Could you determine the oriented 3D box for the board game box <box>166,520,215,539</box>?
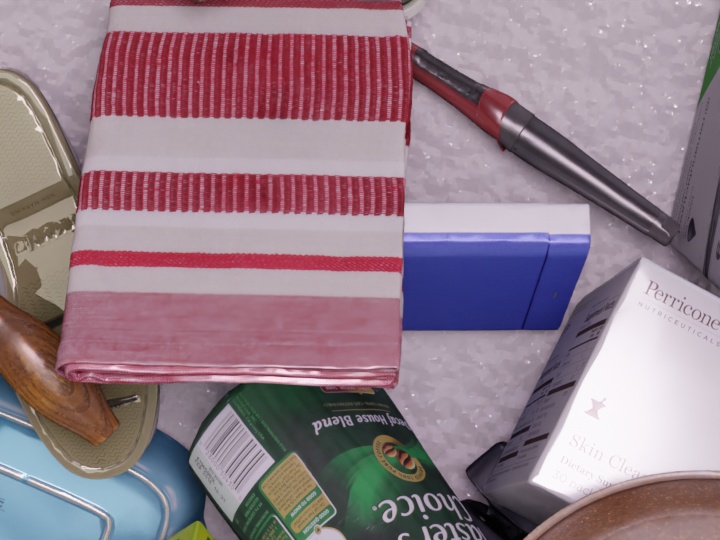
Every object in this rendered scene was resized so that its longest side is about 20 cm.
[{"bbox_3d":[-0.148,0.207,1.014,0.200,0.102,0.048,-34,104,13],"label":"board game box"}]

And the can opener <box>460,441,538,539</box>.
[{"bbox_3d":[0.117,0.175,1.069,0.200,0.063,0.079,43,109,-8],"label":"can opener"}]

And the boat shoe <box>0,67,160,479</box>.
[{"bbox_3d":[-0.143,-0.001,1.031,0.075,0.068,0.201,-16,97,0],"label":"boat shoe"}]

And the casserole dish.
[{"bbox_3d":[-0.171,0.116,1.066,0.199,0.039,0.121,24,97,-4],"label":"casserole dish"}]

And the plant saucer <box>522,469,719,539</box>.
[{"bbox_3d":[0.138,0.174,0.883,0.200,0.037,0.201,1,102,5],"label":"plant saucer"}]

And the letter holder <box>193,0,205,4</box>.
[{"bbox_3d":[0.000,-0.223,0.923,0.200,0.142,0.101,-25,75,-18],"label":"letter holder"}]

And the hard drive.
[{"bbox_3d":[0.000,0.000,1.008,0.199,0.132,0.025,0,72,-2],"label":"hard drive"}]

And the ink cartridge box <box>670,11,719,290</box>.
[{"bbox_3d":[0.206,-0.059,0.966,0.084,0.200,0.146,12,98,-2],"label":"ink cartridge box"}]

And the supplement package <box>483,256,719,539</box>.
[{"bbox_3d":[0.175,0.096,0.974,0.200,0.156,0.111,27,81,0],"label":"supplement package"}]

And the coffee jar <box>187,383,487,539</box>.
[{"bbox_3d":[0.011,0.137,0.994,0.085,0.104,0.200,-50,59,22],"label":"coffee jar"}]

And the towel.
[{"bbox_3d":[-0.050,-0.037,0.940,0.144,0.023,0.201,2,57,2],"label":"towel"}]

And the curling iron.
[{"bbox_3d":[0.063,-0.064,1.040,0.200,0.026,0.050,28,88,1],"label":"curling iron"}]

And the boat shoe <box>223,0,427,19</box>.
[{"bbox_3d":[-0.060,-0.169,1.001,0.201,0.072,0.060,17,141,-3],"label":"boat shoe"}]

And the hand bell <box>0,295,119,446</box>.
[{"bbox_3d":[-0.183,0.004,0.966,0.104,0.104,0.200,-43,99,5],"label":"hand bell"}]
